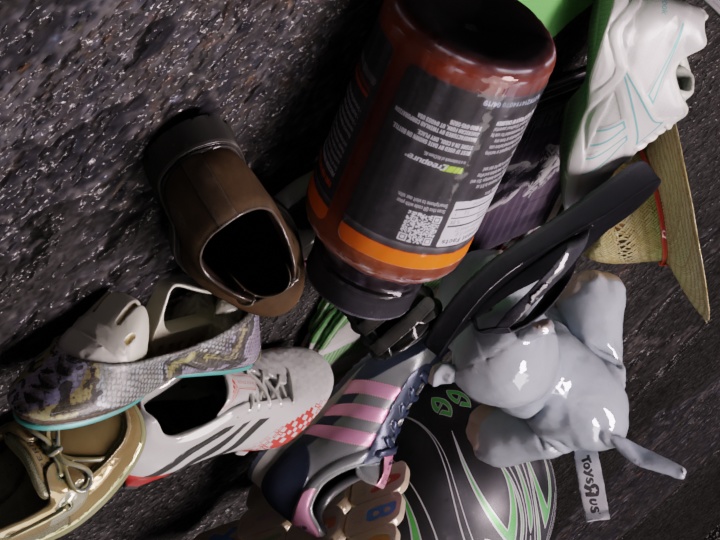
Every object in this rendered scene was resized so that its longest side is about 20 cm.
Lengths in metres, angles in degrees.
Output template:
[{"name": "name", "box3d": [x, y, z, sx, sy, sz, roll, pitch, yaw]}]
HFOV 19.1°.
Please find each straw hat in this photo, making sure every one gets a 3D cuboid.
[{"name": "straw hat", "box3d": [0.201, -0.046, 1.584, 0.085, 0.202, 0.201, -11, 161, 6]}]

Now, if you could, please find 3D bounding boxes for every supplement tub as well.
[{"name": "supplement tub", "box3d": [0.031, -0.068, 1.252, 0.107, 0.107, 0.201, -18, 143, -46]}]

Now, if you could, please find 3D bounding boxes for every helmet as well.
[{"name": "helmet", "box3d": [0.069, 0.190, 1.767, 0.200, 0.191, 0.200, -36, 160, -15]}]

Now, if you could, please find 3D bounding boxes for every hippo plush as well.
[{"name": "hippo plush", "box3d": [0.106, 0.075, 1.540, 0.159, 0.201, 0.160, -32, 142, 29]}]

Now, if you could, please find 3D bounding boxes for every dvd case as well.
[{"name": "dvd case", "box3d": [0.104, -0.069, 1.516, 0.200, 0.016, 0.149, -23, 147, -43]}]

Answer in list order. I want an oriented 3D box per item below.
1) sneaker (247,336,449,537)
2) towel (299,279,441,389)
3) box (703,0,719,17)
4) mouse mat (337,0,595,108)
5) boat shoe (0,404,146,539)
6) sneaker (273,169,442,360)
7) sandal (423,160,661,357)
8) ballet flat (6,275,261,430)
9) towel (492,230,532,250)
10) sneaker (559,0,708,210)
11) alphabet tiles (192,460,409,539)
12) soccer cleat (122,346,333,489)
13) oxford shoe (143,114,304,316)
[{"name": "sneaker", "box3d": [0.012, 0.118, 1.613, 0.200, 0.082, 0.070, -43, 160, 5]}, {"name": "towel", "box3d": [0.005, 0.048, 1.604, 0.152, 0.023, 0.200, -24, 154, -40]}, {"name": "box", "box3d": [0.276, -0.230, 1.381, 0.144, 0.036, 0.200, -46, -178, 14]}, {"name": "mouse mat", "box3d": [0.076, -0.146, 1.348, 0.200, 0.008, 0.161, -41, 160, -1]}, {"name": "boat shoe", "box3d": [-0.221, 0.135, 1.312, 0.200, 0.073, 0.063, -28, 163, -12]}, {"name": "sneaker", "box3d": [0.000, 0.000, 1.383, 0.071, 0.099, 0.200, -40, 159, 4]}, {"name": "sandal", "box3d": [0.128, -0.004, 1.432, 0.200, 0.043, 0.076, -35, 168, -13]}, {"name": "ballet flat", "box3d": [-0.135, 0.041, 1.297, 0.200, 0.072, 0.072, -16, 149, -49]}, {"name": "towel", "box3d": [0.164, -0.038, 1.701, 0.200, 0.030, 0.146, -48, 160, 20]}, {"name": "sneaker", "box3d": [0.181, -0.107, 1.444, 0.080, 0.071, 0.201, 7, 140, -6]}, {"name": "alphabet tiles", "box3d": [-0.056, 0.209, 1.640, 0.195, 0.015, 0.200, -20, -154, 18]}, {"name": "soccer cleat", "box3d": [-0.089, 0.089, 1.459, 0.199, 0.069, 0.085, -18, 155, -38]}, {"name": "oxford shoe", "box3d": [-0.069, -0.007, 1.240, 0.072, 0.085, 0.200, -32, 155, 1]}]
